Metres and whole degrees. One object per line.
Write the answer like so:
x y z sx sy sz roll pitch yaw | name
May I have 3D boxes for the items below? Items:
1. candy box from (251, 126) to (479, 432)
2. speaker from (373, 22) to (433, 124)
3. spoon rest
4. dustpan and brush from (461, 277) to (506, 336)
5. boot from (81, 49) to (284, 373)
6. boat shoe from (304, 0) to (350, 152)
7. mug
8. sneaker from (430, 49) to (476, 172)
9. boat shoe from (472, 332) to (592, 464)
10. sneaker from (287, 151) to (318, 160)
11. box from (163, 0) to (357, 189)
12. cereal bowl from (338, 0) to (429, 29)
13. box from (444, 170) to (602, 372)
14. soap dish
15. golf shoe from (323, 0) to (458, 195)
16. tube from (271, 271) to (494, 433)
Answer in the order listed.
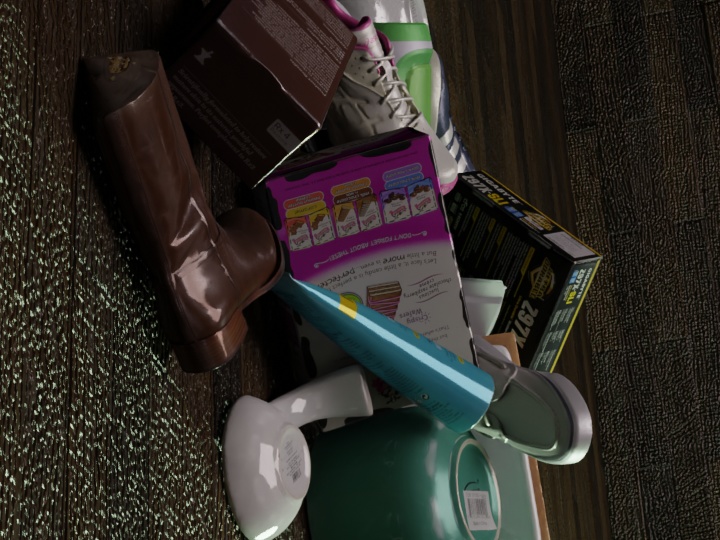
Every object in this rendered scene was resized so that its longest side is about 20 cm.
0.004 0.005 1.588 0.061 0.135 0.202 -147 -137 -71 | candy box
0.024 -0.121 1.873 0.088 0.087 0.202 -30 120 -78 | speaker
-0.054 0.121 1.463 0.200 0.060 0.100 -37 116 -62 | spoon rest
0.046 0.075 1.861 0.057 0.138 0.202 -99 -164 -58 | dustpan and brush
-0.113 -0.065 1.305 0.187 0.064 0.201 -83 155 -62 | boot
-0.032 -0.149 1.747 0.201 0.071 0.068 77 8 -52 | boat shoe
0.045 0.173 1.633 0.153 0.113 0.186 61 30 -32 | mug
0.075 -0.110 1.956 0.075 0.084 0.202 16 -71 55 | sneaker
0.105 0.099 1.657 0.200 0.065 0.073 37 -57 50 | boat shoe
0.000 0.000 1.656 0.076 0.104 0.202 -57 137 -87 | sneaker
-0.069 -0.145 1.446 0.100 0.075 0.200 46 20 -11 | box
0.019 -0.233 2.018 0.200 0.082 0.202 -9 90 -78 | cereal bowl
0.114 0.035 1.885 0.049 0.159 0.201 -8 127 -49 | box
0.071 0.164 1.788 0.081 0.156 0.202 140 -60 -84 | soap dish
0.004 -0.140 1.629 0.200 0.092 0.075 40 39 3 | golf shoe
0.009 0.051 1.532 0.199 0.077 0.051 33 75 -23 | tube
